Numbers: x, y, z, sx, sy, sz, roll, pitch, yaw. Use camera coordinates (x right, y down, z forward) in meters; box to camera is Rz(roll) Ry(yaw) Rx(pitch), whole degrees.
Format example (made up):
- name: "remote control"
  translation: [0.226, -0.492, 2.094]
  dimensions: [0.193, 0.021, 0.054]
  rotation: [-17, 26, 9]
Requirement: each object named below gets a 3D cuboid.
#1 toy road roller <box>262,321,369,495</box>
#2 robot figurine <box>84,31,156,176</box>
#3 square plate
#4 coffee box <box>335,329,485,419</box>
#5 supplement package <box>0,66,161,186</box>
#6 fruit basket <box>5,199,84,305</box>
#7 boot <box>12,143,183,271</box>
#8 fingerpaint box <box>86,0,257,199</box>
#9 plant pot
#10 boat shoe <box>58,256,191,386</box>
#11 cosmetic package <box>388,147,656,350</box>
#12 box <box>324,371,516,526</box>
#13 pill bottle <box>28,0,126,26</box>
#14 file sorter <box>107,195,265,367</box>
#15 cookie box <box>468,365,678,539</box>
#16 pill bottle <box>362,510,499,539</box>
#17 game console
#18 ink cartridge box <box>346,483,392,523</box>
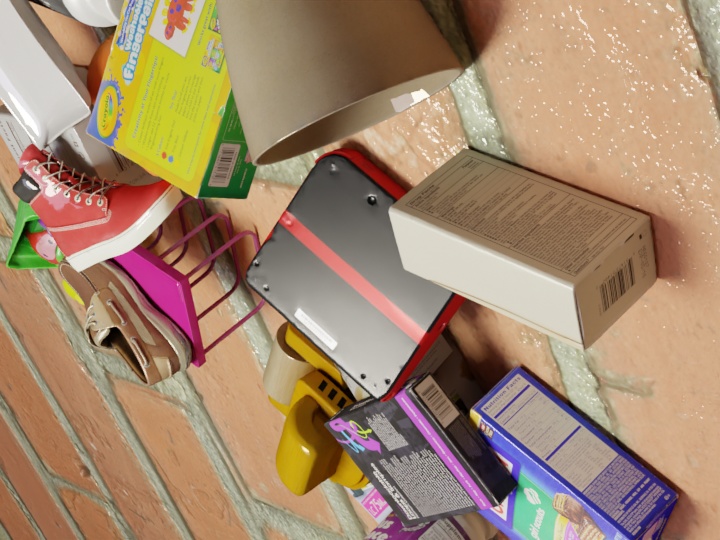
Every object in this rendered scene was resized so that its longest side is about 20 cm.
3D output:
- name: "toy road roller"
  translation: [-0.051, 0.159, 1.649]
  dimensions: [0.200, 0.146, 0.123]
  rotation: [40, 136, 23]
- name: "robot figurine"
  translation: [-0.198, -0.176, 1.522]
  dimensions: [0.200, 0.117, 0.144]
  rotation: [43, 163, 12]
- name: "square plate"
  translation: [-0.358, -0.230, 1.540]
  dimensions: [0.200, 0.028, 0.198]
  rotation: [55, 154, -10]
- name: "coffee box"
  translation: [0.040, 0.097, 1.528]
  dimensions: [0.114, 0.080, 0.200]
  rotation: [-4, 122, 55]
- name: "supplement package"
  translation: [-0.313, -0.155, 1.712]
  dimensions: [0.200, 0.117, 0.117]
  rotation: [15, 137, 49]
- name: "fruit basket"
  translation: [-0.360, -0.026, 1.882]
  dimensions: [0.216, 0.155, 0.216]
  rotation: [178, 90, -69]
- name: "boot"
  translation: [-0.289, -0.087, 1.584]
  dimensions: [0.200, 0.072, 0.144]
  rotation: [-21, 113, 43]
- name: "fingerpaint box"
  translation: [-0.153, -0.188, 1.378]
  dimensions: [0.167, 0.073, 0.200]
  rotation: [29, 108, 34]
- name: "plant pot"
  translation: [-0.041, -0.214, 1.202]
  dimensions: [0.187, 0.187, 0.200]
  rotation: [-25, 88, 62]
- name: "boat shoe"
  translation: [-0.281, 0.054, 1.692]
  dimensions: [0.200, 0.072, 0.076]
  rotation: [40, 149, 19]
- name: "cosmetic package"
  translation: [0.133, -0.022, 1.227]
  dimensions: [0.200, 0.104, 0.073]
  rotation: [26, 144, 41]
- name: "box"
  translation: [0.056, 0.184, 1.492]
  dimensions: [0.143, 0.036, 0.200]
  rotation: [52, 149, -5]
- name: "pill bottle"
  translation: [-0.273, -0.307, 1.471]
  dimensions: [0.200, 0.116, 0.116]
  rotation: [26, 143, 40]
- name: "file sorter"
  translation: [-0.222, -0.014, 1.738]
  dimensions: [0.200, 0.125, 0.139]
  rotation: [31, 145, 32]
- name: "cookie box"
  translation: [0.194, 0.217, 1.451]
  dimensions: [0.200, 0.075, 0.171]
  rotation: [39, 151, 23]
- name: "pill bottle"
  translation: [0.066, 0.309, 1.617]
  dimensions: [0.112, 0.200, 0.112]
  rotation: [35, 148, 26]
- name: "game console"
  translation: [0.000, 0.000, 1.421]
  dimensions: [0.200, 0.031, 0.177]
  rotation: [41, 113, 19]
- name: "ink cartridge box"
  translation: [-0.019, 0.210, 1.800]
  dimensions: [0.200, 0.042, 0.119]
  rotation: [48, 152, 9]
